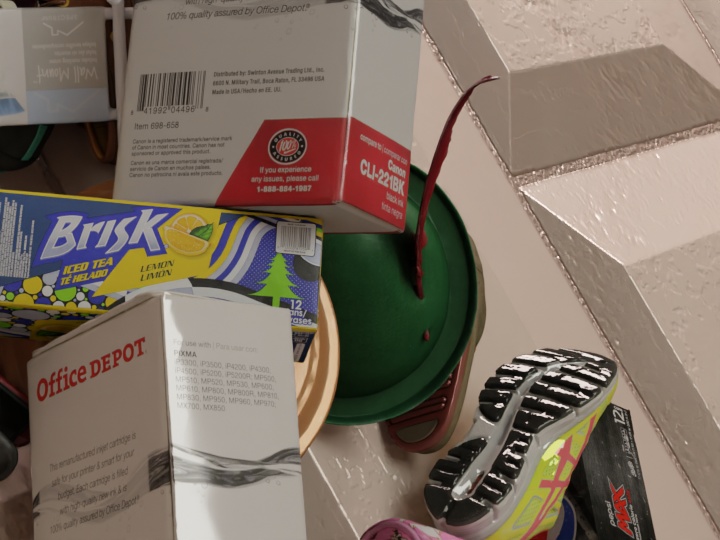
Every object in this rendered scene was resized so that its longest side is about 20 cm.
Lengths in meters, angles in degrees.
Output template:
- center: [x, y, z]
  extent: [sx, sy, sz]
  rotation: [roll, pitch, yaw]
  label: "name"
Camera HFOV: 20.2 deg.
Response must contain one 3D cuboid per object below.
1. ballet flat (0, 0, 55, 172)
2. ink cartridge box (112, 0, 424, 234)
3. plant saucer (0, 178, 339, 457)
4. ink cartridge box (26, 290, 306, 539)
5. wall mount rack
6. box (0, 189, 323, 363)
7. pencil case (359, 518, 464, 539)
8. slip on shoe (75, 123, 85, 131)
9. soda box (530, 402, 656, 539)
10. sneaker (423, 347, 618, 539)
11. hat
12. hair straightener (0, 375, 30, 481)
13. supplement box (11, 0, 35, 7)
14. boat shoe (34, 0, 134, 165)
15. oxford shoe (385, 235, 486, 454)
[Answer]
- center: [-0.232, -0.155, 1.209]
  extent: [0.068, 0.068, 0.201]
  rotation: [-14, 72, -53]
  label: "ballet flat"
- center: [-0.046, -0.125, 1.102]
  extent: [0.084, 0.143, 0.202]
  rotation: [21, 72, -61]
  label: "ink cartridge box"
- center: [-0.106, 0.037, 1.144]
  extent: [0.199, 0.032, 0.202]
  rotation: [7, 68, -17]
  label: "plant saucer"
- center: [-0.097, 0.126, 1.009]
  extent: [0.082, 0.146, 0.201]
  rotation: [7, 71, -35]
  label: "ink cartridge box"
- center: [-0.190, -0.084, 1.130]
  extent: [0.075, 0.198, 0.175]
  rotation: [-126, -147, -81]
  label: "wall mount rack"
- center: [-0.121, 0.003, 1.069]
  extent: [0.198, 0.070, 0.065]
  rotation: [6, 72, -6]
  label: "box"
- center: [0.081, 0.216, 1.257]
  extent: [0.199, 0.083, 0.087]
  rotation: [23, 61, -39]
  label: "pencil case"
- center: [-0.130, -0.092, 1.272]
  extent: [0.200, 0.074, 0.061]
  rotation: [36, 29, -15]
  label: "slip on shoe"
- center: [0.160, 0.184, 1.397]
  extent: [0.071, 0.063, 0.201]
  rotation: [24, 44, -36]
  label: "soda box"
- center: [0.111, 0.129, 1.356]
  extent: [0.200, 0.078, 0.091]
  rotation: [-44, 133, -36]
  label: "sneaker"
- center: [0.000, 0.000, 1.196]
  extent: [0.176, 0.164, 0.202]
  rotation: [-164, -113, -84]
  label: "hat"
- center: [-0.252, 0.039, 1.038]
  extent: [0.200, 0.041, 0.077]
  rotation: [46, 34, -13]
  label: "hair straightener"
- center: [-0.165, -0.205, 1.295]
  extent: [0.200, 0.110, 0.086]
  rotation: [43, 33, -16]
  label: "supplement box"
- center: [-0.160, -0.157, 1.192]
  extent: [0.067, 0.072, 0.201]
  rotation: [-24, 93, -31]
  label: "boat shoe"
- center: [0.061, 0.049, 1.393]
  extent: [0.075, 0.070, 0.201]
  rotation: [50, 38, -40]
  label: "oxford shoe"
